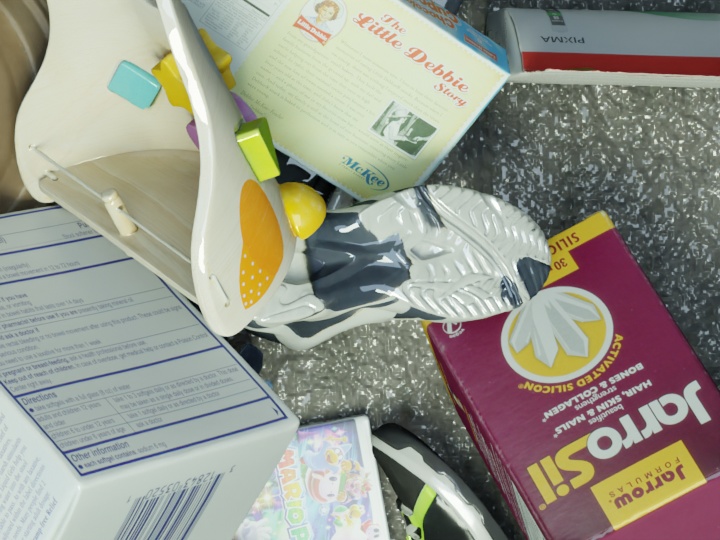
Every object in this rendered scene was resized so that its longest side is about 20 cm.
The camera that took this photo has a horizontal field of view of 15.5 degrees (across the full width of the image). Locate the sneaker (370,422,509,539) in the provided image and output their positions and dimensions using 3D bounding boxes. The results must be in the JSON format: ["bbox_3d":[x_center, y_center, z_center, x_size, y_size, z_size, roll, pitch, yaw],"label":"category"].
[{"bbox_3d":[0.056,0.186,1.582,0.083,0.072,0.200,-37,95,-3],"label":"sneaker"}]

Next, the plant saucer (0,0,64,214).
[{"bbox_3d":[-0.253,-0.096,1.521,0.199,0.029,0.202,3,99,18],"label":"plant saucer"}]

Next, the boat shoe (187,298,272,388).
[{"bbox_3d":[-0.086,0.054,1.552,0.068,0.084,0.202,-6,85,-19],"label":"boat shoe"}]

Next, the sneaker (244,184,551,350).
[{"bbox_3d":[0.000,0.000,1.519,0.198,0.130,0.080,-12,90,-18],"label":"sneaker"}]

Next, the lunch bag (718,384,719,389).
[{"bbox_3d":[0.233,0.178,1.598,0.160,0.077,0.201,-28,93,-6],"label":"lunch bag"}]

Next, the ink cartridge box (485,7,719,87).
[{"bbox_3d":[0.164,-0.130,1.521,0.160,0.200,0.051,1,91,-7],"label":"ink cartridge box"}]

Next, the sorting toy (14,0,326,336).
[{"bbox_3d":[-0.109,-0.094,1.392,0.107,0.200,0.181,-33,129,-21],"label":"sorting toy"}]

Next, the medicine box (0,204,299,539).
[{"bbox_3d":[-0.169,0.069,1.441,0.200,0.182,0.103,45,121,23],"label":"medicine box"}]

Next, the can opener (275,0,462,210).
[{"bbox_3d":[0.004,-0.103,1.578,0.066,0.053,0.201,29,88,-5],"label":"can opener"}]

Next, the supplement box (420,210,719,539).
[{"bbox_3d":[0.134,0.087,1.521,0.130,0.103,0.201,-27,53,-4],"label":"supplement box"}]

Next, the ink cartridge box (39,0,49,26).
[{"bbox_3d":[-0.096,-0.196,1.548,0.199,0.084,0.147,-16,94,-6],"label":"ink cartridge box"}]

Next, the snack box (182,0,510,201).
[{"bbox_3d":[-0.027,-0.126,1.491,0.199,0.037,0.116,32,114,-20],"label":"snack box"}]

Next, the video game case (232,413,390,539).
[{"bbox_3d":[-0.080,0.175,1.594,0.198,0.018,0.144,-11,92,-6],"label":"video game case"}]
